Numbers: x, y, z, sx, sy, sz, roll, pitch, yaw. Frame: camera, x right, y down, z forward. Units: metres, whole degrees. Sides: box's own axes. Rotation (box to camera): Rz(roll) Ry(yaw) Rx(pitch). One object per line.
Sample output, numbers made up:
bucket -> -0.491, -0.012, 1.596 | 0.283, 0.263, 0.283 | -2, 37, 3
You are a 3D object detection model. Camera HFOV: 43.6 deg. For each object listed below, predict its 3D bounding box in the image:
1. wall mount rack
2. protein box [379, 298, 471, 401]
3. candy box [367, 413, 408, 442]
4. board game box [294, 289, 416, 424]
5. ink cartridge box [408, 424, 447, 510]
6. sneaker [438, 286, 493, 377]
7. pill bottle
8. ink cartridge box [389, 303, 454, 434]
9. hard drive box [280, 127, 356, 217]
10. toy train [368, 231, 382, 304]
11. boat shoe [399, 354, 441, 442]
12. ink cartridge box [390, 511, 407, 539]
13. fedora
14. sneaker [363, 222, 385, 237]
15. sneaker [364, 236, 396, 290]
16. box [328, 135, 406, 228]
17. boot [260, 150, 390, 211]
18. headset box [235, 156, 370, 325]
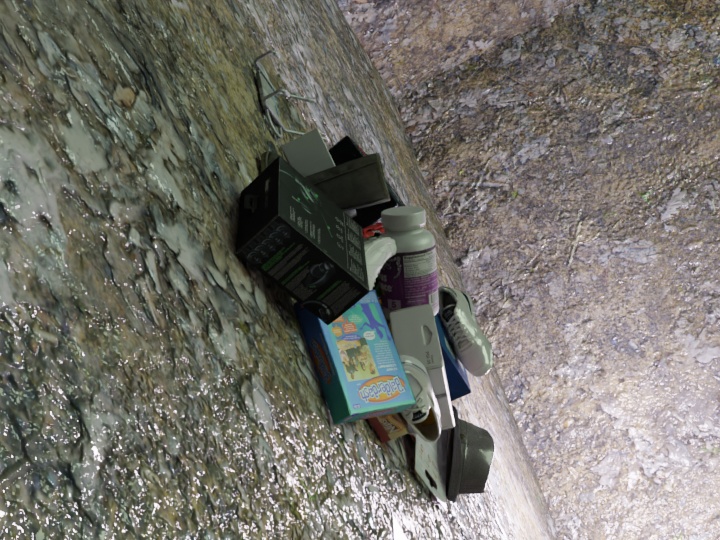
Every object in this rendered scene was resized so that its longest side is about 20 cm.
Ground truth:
wall mount rack -> -0.145, -0.338, 1.803 | 0.174, 0.074, 0.201 | 51, 20, -52
protein box -> 0.117, 0.148, 1.861 | 0.199, 0.134, 0.201 | 56, 15, -39
candy box -> 0.030, 0.189, 1.591 | 0.201, 0.055, 0.116 | -97, 161, -55
board game box -> -0.008, 0.131, 1.410 | 0.151, 0.045, 0.202 | 0, 63, -45
ink cartridge box -> 0.121, 0.343, 1.761 | 0.163, 0.057, 0.201 | 56, 32, -39
sneaker -> 0.203, 0.124, 1.821 | 0.080, 0.076, 0.201 | 30, 32, -52
pill bottle -> 0.086, -0.014, 1.680 | 0.112, 0.111, 0.202 | -66, 152, -74
ink cartridge box -> 0.112, 0.180, 1.641 | 0.201, 0.082, 0.147 | 75, 6, -47
hard drive box -> -0.074, -0.163, 1.679 | 0.157, 0.076, 0.200 | 64, 1, 1
toy train -> 0.031, 0.026, 1.744 | 0.056, 0.041, 0.202 | 5, 91, -63
boat shoe -> 0.093, 0.222, 1.519 | 0.070, 0.070, 0.201 | -102, 171, -46
ink cartridge box -> 0.072, 0.477, 1.250 | 0.201, 0.047, 0.198 | 58, 15, -27
fedora -> 0.222, 0.375, 1.826 | 0.201, 0.089, 0.178 | -83, 178, -59
sneaker -> -0.009, -0.064, 1.767 | 0.079, 0.115, 0.200 | 64, 10, -1
sneaker -> 0.000, 0.000, 1.550 | 0.199, 0.077, 0.100 | -24, 104, -52
box -> 0.011, -0.174, 2.003 | 0.201, 0.104, 0.182 | 55, 8, 16
boot -> -0.060, -0.159, 1.520 | 0.073, 0.199, 0.183 | 44, 24, -61
headset box -> -0.090, -0.049, 1.333 | 0.200, 0.093, 0.175 | 40, 24, -28
